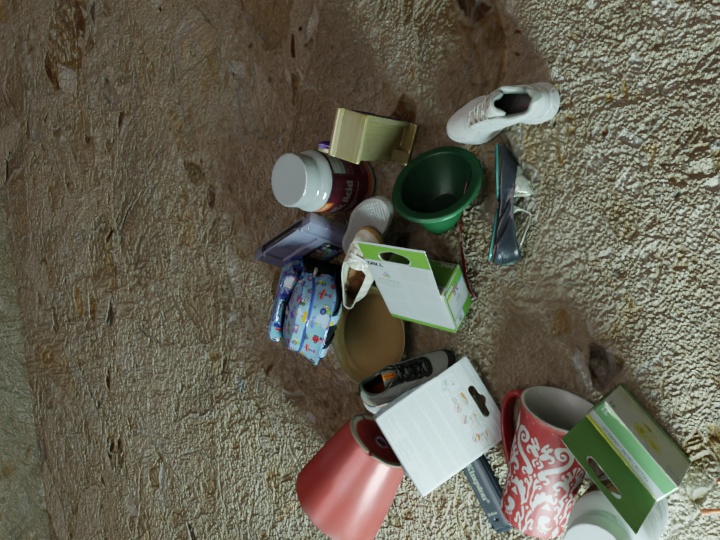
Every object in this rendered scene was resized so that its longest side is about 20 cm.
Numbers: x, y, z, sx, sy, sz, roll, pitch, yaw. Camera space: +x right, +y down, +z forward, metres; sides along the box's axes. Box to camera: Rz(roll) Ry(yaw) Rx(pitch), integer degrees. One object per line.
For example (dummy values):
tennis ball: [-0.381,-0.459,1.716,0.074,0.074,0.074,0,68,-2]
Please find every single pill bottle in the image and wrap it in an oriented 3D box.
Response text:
pill bottle: [-0.071,-0.172,1.146,0.112,0.198,0.117,5,98,38]
pill bottle: [0.363,0.367,0.844,0.112,0.198,0.117,4,96,38]

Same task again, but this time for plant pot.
plant pot: [-0.004,0.401,1.168,0.200,0.199,0.179,42,108,28]
plant pot: [0.020,0.132,1.201,0.197,0.027,0.205,-2,88,43]

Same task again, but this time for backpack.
backpack: [-0.110,0.084,1.192,0.201,0.132,0.186,-101,28,-67]

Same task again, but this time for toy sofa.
toy sofa: [0.015,-0.244,1.070,0.096,0.198,0.085,24,110,28]

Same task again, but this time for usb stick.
usb stick: [0.217,0.373,1.071,0.055,0.032,0.203,-38,71,34]

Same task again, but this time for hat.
hat: [0.156,-0.093,1.083,0.163,0.177,0.203,10,59,31]

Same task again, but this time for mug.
mug: [0.301,0.303,0.962,0.130,0.178,0.205,9,108,0]

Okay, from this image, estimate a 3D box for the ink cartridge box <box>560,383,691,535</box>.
ink cartridge box: [0.376,0.252,0.823,0.146,0.198,0.048,53,122,21]

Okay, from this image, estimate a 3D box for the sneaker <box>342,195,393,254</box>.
sneaker: [0.024,-0.094,1.119,0.074,0.082,0.200,47,150,2]

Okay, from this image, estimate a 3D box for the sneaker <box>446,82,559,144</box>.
sneaker: [0.217,-0.265,0.966,0.197,0.098,0.080,-14,86,39]

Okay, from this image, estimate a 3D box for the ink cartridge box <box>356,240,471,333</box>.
ink cartridge box: [0.098,0.005,1.033,0.146,0.076,0.202,12,143,37]

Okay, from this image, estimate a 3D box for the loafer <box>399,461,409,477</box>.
loafer: [0.095,0.298,1.140,0.074,0.069,0.204,-19,65,21]

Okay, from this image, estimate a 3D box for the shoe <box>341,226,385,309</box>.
shoe: [0.000,0.000,1.115,0.069,0.054,0.202,28,141,11]

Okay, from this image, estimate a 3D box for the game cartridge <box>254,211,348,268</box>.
game cartridge: [-0.116,-0.052,1.237,0.198,0.128,0.039,-28,52,41]

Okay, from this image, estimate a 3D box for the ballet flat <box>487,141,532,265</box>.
ballet flat: [0.252,-0.110,0.982,0.072,0.072,0.205,4,91,38]

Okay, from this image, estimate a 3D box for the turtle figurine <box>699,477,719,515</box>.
turtle figurine: [0.538,0.264,0.778,0.198,0.064,0.165,-20,82,39]

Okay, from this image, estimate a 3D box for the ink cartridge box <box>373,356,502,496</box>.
ink cartridge box: [0.146,0.274,1.053,0.198,0.047,0.162,-33,88,-6]

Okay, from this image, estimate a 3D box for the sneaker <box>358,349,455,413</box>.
sneaker: [0.086,0.202,1.094,0.197,0.080,0.075,-27,47,7]
